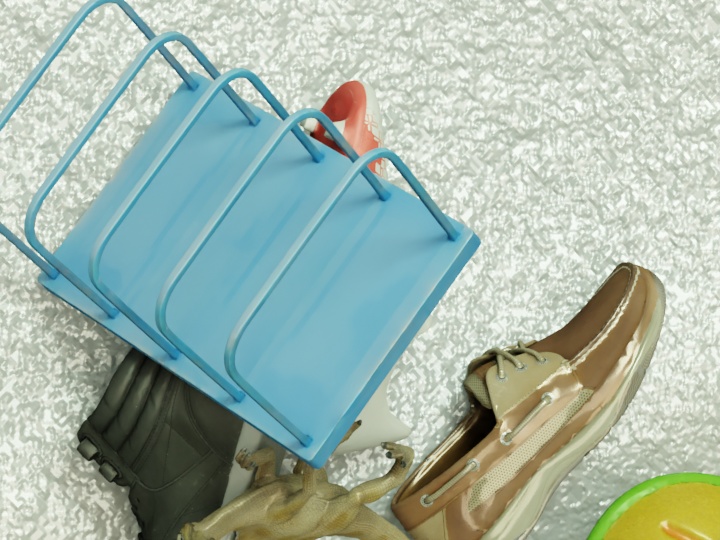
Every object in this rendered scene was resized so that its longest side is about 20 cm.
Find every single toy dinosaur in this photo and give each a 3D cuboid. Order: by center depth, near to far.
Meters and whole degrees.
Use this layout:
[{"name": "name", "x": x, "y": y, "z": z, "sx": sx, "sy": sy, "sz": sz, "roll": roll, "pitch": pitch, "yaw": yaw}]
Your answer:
[{"name": "toy dinosaur", "x": -0.021, "y": 0.117, "z": 1.265, "sx": 0.200, "sy": 0.058, "sz": 0.101, "roll": 9, "pitch": 122, "yaw": -46}]

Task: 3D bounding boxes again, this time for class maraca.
[{"name": "maraca", "x": 0.176, "y": 0.210, "z": 1.348, "sx": 0.137, "sy": 0.107, "sz": 0.201, "roll": -1, "pitch": 94, "yaw": -16}]

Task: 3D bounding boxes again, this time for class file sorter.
[{"name": "file sorter", "x": -0.073, "y": -0.026, "z": 1.202, "sx": 0.139, "sy": 0.200, "sz": 0.123, "roll": -54, "pitch": 148, "yaw": -8}]

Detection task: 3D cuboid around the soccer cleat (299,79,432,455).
[{"name": "soccer cleat", "x": 0.000, "y": 0.000, "z": 1.313, "sx": 0.085, "sy": 0.069, "sz": 0.201, "roll": 4, "pitch": 95, "yaw": -24}]

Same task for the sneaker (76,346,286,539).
[{"name": "sneaker", "x": -0.104, "y": 0.123, "z": 1.294, "sx": 0.099, "sy": 0.071, "sz": 0.200, "roll": 22, "pitch": 110, "yaw": 14}]

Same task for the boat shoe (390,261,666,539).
[{"name": "boat shoe", "x": 0.091, "y": 0.073, "z": 1.336, "sx": 0.072, "sy": 0.076, "sz": 0.200, "roll": 38, "pitch": 82, "yaw": -12}]
